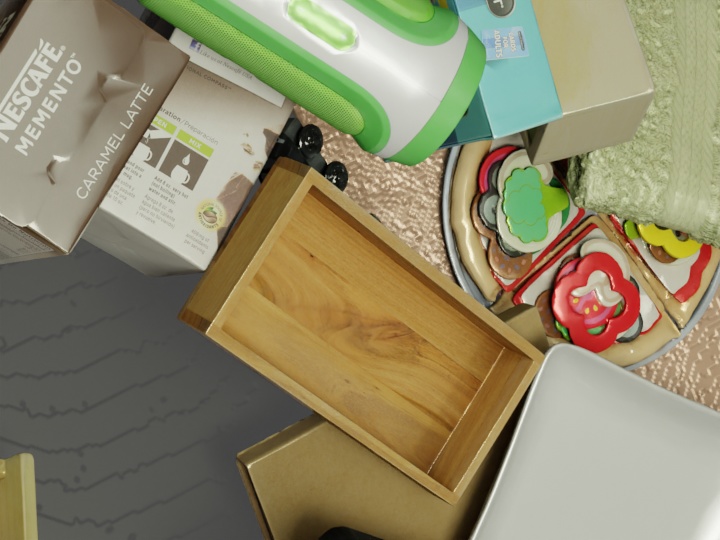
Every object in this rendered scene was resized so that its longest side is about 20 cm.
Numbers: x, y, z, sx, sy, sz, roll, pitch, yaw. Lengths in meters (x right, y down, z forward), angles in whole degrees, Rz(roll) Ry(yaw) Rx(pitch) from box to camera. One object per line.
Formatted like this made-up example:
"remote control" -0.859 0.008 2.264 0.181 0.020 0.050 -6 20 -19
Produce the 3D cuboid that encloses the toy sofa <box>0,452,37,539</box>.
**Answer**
"toy sofa" -0.264 0.130 0.986 0.199 0.097 0.084 13 61 -41

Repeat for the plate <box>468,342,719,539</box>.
"plate" 0.141 0.160 1.171 0.199 0.032 0.201 23 91 -30

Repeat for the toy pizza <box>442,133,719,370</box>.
"toy pizza" 0.144 -0.037 1.203 0.198 0.032 0.202 1 88 -22

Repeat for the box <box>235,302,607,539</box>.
"box" 0.040 0.132 1.141 0.199 0.021 0.165 -27 112 -20

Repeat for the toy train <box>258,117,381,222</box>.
"toy train" 0.000 0.000 1.115 0.046 0.034 0.201 -53 125 -29

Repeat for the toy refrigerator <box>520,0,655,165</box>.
"toy refrigerator" 0.098 -0.169 1.129 0.069 0.076 0.202 -14 75 -8

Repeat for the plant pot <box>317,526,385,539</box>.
"plant pot" 0.029 0.249 1.019 0.199 0.178 0.200 22 107 -30

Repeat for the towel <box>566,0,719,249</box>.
"towel" 0.190 -0.117 1.198 0.147 0.036 0.202 15 70 -23

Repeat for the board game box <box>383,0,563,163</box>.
"board game box" 0.033 -0.168 1.100 0.047 0.151 0.202 -18 95 -21

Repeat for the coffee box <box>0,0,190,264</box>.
"coffee box" -0.170 -0.071 0.989 0.079 0.200 0.115 33 76 -17

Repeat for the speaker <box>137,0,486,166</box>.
"speaker" -0.038 -0.133 0.981 0.199 0.088 0.089 31 77 -17

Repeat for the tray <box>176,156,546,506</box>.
"tray" 0.005 0.036 1.058 0.200 0.037 0.099 38 81 -36

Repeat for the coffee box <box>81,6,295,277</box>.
"coffee box" -0.083 -0.103 1.072 0.079 0.113 0.201 30 78 -18
